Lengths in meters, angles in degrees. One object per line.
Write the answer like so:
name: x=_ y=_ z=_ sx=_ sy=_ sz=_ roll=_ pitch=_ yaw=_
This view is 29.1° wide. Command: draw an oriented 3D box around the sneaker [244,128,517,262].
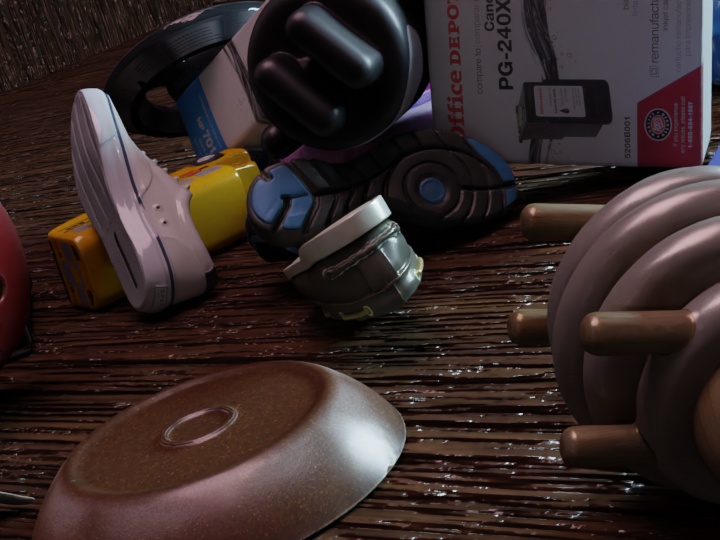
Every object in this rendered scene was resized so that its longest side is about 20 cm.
sneaker: x=0.013 y=-0.049 z=0.990 sx=0.197 sy=0.074 sz=0.082 roll=-6 pitch=-21 yaw=-12

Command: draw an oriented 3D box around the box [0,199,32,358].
box: x=-0.370 y=0.017 z=1.094 sx=0.198 sy=0.125 sz=0.197 roll=-20 pitch=14 yaw=-9

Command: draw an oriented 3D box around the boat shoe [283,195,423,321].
boat shoe: x=-0.003 y=0.002 z=0.855 sx=0.072 sy=0.061 sz=0.202 roll=-34 pitch=-1 yaw=-6

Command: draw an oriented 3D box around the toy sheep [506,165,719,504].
toy sheep: x=0.132 y=0.020 z=0.545 sx=0.136 sy=0.139 sz=0.201 roll=-17 pitch=32 yaw=2

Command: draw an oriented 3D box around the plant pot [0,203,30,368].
plant pot: x=-0.336 y=0.032 z=0.876 sx=0.198 sy=0.202 sz=0.183 roll=-11 pitch=23 yaw=21

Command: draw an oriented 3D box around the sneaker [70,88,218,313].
sneaker: x=-0.169 y=-0.055 z=1.069 sx=0.070 sy=0.202 sz=0.073 roll=-8 pitch=-28 yaw=-33

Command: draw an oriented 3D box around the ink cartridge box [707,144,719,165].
ink cartridge box: x=0.272 y=-0.056 z=0.813 sx=0.198 sy=0.042 sz=0.119 roll=-10 pitch=17 yaw=30

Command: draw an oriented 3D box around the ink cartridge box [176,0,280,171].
ink cartridge box: x=-0.050 y=-0.173 z=1.243 sx=0.145 sy=0.087 sz=0.200 roll=-8 pitch=-20 yaw=-42

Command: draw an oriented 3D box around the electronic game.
electronic game: x=-0.145 y=-0.185 z=1.297 sx=0.198 sy=0.042 sz=0.200 roll=-22 pitch=-17 yaw=-7

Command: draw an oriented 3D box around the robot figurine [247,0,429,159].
robot figurine: x=-0.012 y=-0.160 z=1.012 sx=0.148 sy=0.126 sz=0.200 roll=-12 pitch=14 yaw=18

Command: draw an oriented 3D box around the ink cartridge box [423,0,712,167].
ink cartridge box: x=0.149 y=-0.154 z=0.996 sx=0.197 sy=0.147 sz=0.083 roll=2 pitch=23 yaw=19

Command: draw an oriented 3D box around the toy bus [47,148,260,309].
toy bus: x=-0.160 y=-0.039 z=1.154 sx=0.199 sy=0.066 sz=0.078 roll=-28 pitch=20 yaw=-33

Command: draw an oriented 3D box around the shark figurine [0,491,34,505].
shark figurine: x=-0.235 y=0.114 z=0.678 sx=0.126 sy=0.215 sz=0.090 roll=11 pitch=59 yaw=-2

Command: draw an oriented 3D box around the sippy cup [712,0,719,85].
sippy cup: x=0.283 y=-0.215 z=1.176 sx=0.178 sy=0.140 sz=0.130 roll=-49 pitch=36 yaw=-13

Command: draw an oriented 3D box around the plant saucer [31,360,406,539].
plant saucer: x=-0.076 y=0.092 z=0.695 sx=0.198 sy=0.037 sz=0.201 roll=-16 pitch=17 yaw=5

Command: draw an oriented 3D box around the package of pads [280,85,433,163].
package of pads: x=0.039 y=-0.102 z=1.135 sx=0.120 sy=0.077 sz=0.199 roll=2 pitch=25 yaw=41
